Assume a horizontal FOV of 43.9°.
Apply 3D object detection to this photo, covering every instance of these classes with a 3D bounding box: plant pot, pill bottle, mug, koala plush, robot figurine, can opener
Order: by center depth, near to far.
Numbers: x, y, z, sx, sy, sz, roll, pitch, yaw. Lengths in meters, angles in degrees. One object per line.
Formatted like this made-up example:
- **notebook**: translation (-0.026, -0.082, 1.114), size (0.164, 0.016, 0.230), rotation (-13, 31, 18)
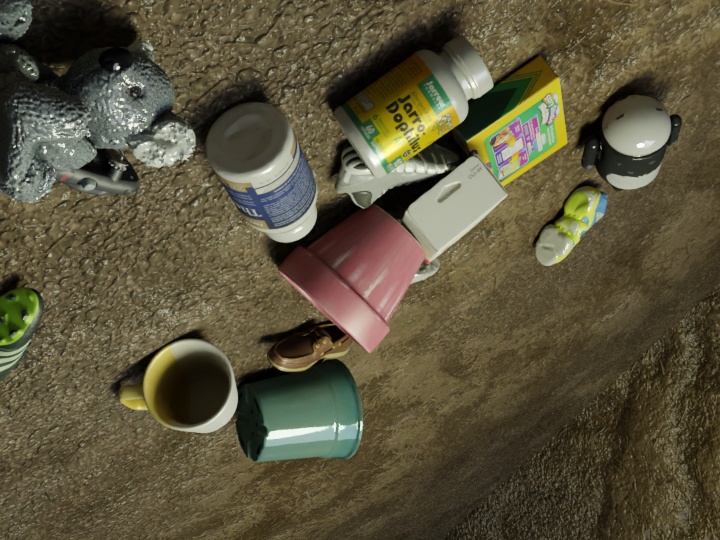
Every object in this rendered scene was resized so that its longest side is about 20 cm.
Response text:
- **koala plush**: translation (-0.273, -0.164, 0.876), size (0.199, 0.178, 0.184), rotation (-19, 155, -34)
- **can opener**: translation (-0.331, -0.119, 0.988), size (0.079, 0.064, 0.200), rotation (-43, 151, 20)
- **pill bottle**: translation (-0.119, -0.118, 1.163), size (0.111, 0.111, 0.200), rotation (-31, 152, -4)
- **pill bottle**: translation (0.073, -0.223, 1.198), size (0.199, 0.113, 0.113), rotation (-34, 153, 3)
- **plant pot**: translation (0.000, 0.000, 1.416), size (0.179, 0.200, 0.200), rotation (-47, 153, -5)
- **mug**: translation (-0.289, 0.199, 1.508), size (0.150, 0.186, 0.153), rotation (-62, 167, -16)
- **robot figurine**: translation (0.492, -0.230, 1.625), size (0.150, 0.124, 0.200), rotation (-51, 157, -18)
- **plant pot**: translation (-0.128, 0.283, 1.734), size (0.195, 0.201, 0.201), rotation (-5, 142, -30)

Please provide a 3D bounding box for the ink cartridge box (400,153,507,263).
- **ink cartridge box**: translation (0.141, -0.092, 1.419), size (0.145, 0.084, 0.200), rotation (-40, 176, -3)

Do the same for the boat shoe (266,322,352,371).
- **boat shoe**: translation (-0.088, 0.132, 1.652), size (0.199, 0.072, 0.068), rotation (-12, 141, -46)

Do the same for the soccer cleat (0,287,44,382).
- **soccer cleat**: translation (-0.470, 0.089, 1.190), size (0.200, 0.068, 0.081), rotation (-46, 168, 25)

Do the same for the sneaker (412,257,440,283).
- **sneaker**: translation (0.045, 0.007, 1.598), size (0.199, 0.078, 0.100), rotation (-11, 153, -20)

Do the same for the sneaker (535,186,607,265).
- **sneaker**: translation (0.448, -0.089, 1.854), size (0.105, 0.076, 0.200), rotation (-8, 143, -40)

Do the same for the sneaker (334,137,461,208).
- **sneaker**: translation (0.048, -0.147, 1.352), size (0.199, 0.075, 0.116), rotation (-5, 147, -27)

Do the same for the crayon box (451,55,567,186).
- **crayon box**: translation (0.241, -0.224, 1.434), size (0.172, 0.058, 0.200), rotation (-35, 153, 0)
